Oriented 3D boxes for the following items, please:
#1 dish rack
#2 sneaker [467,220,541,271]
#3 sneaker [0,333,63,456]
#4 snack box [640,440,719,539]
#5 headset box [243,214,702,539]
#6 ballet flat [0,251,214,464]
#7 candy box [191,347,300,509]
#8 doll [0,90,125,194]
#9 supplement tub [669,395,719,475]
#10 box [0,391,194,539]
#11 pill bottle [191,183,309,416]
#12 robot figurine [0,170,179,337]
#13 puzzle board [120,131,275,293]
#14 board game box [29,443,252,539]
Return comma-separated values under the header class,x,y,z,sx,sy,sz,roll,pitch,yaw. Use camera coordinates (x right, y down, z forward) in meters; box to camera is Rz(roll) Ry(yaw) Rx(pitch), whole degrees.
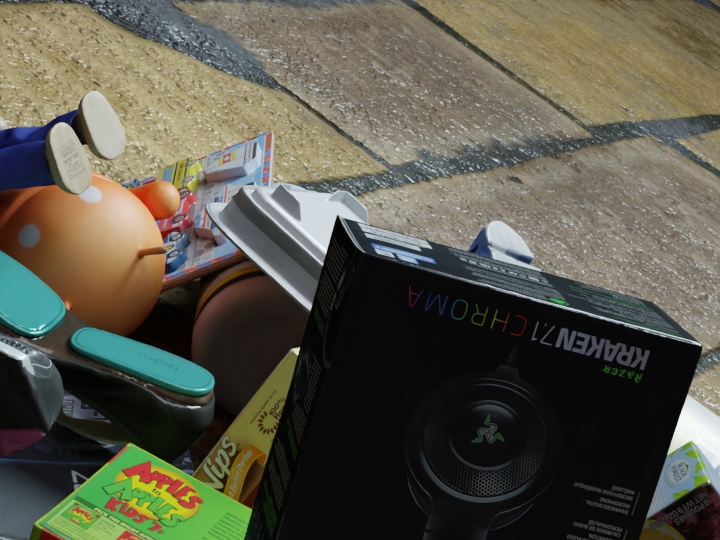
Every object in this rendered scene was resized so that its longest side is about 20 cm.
class,x,y,z,sx,sy,sz,roll,pitch,yaw
dish rack,0.000,0.000,1.220,0.171,0.044,0.200,41,11,12
sneaker,0.092,0.075,1.422,0.080,0.115,0.200,21,46,-43
sneaker,-0.253,0.045,1.062,0.199,0.081,0.086,10,25,15
snack box,0.184,0.213,1.062,0.200,0.142,0.053,52,13,-18
headset box,0.046,0.097,0.930,0.173,0.201,0.093,16,10,-10
ballet flat,-0.179,0.051,1.099,0.199,0.069,0.068,30,22,10
candy box,-0.027,0.100,1.148,0.055,0.116,0.200,41,11,12
doll,-0.244,-0.056,1.164,0.049,0.199,0.137,63,36,-22
supplement tub,0.144,0.122,1.200,0.200,0.146,0.145,36,25,18
box,-0.175,0.119,1.107,0.159,0.044,0.200,16,26,-22
pill bottle,-0.059,0.015,1.354,0.111,0.112,0.200,22,25,-11
robot figurine,-0.197,-0.015,1.226,0.143,0.117,0.200,11,8,-34
puzzle board,-0.134,-0.037,1.372,0.200,0.150,0.017,-92,159,-63
board game box,-0.064,0.172,0.978,0.199,0.048,0.102,27,27,13
